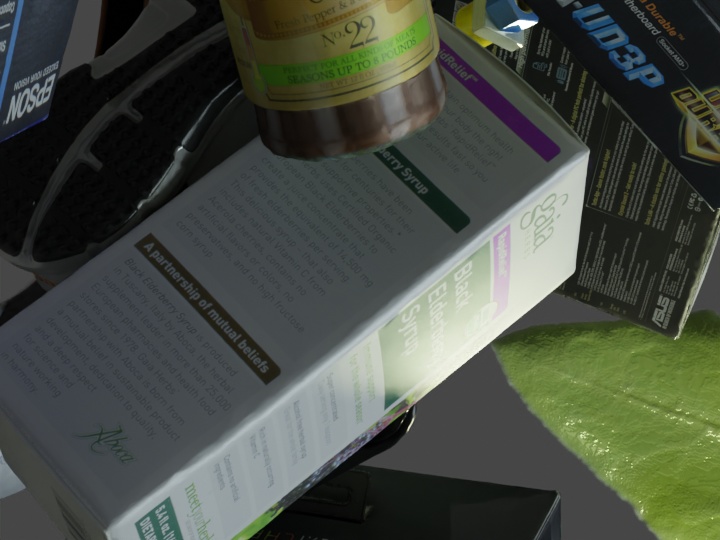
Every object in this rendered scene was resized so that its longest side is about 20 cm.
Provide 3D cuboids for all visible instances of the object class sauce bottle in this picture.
[{"bbox_3d":[-0.025,-0.131,0.610,0.065,0.065,0.200,-58,138,-54],"label":"sauce bottle"}]

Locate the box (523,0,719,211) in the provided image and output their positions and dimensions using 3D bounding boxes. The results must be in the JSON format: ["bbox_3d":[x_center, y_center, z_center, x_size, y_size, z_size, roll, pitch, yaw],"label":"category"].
[{"bbox_3d":[0.089,-0.138,0.713,0.046,0.159,0.200,-32,-153,28],"label":"box"}]

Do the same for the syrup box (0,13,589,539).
[{"bbox_3d":[-0.022,0.013,0.686,0.200,0.081,0.079,-37,156,-17],"label":"syrup box"}]

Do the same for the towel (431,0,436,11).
[{"bbox_3d":[-0.005,-0.093,1.077,0.200,0.085,0.166,-56,164,-54],"label":"towel"}]

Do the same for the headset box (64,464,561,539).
[{"bbox_3d":[-0.015,0.170,0.819,0.093,0.174,0.200,-48,139,-59],"label":"headset box"}]

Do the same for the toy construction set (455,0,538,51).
[{"bbox_3d":[0.030,-0.185,0.799,0.092,0.131,0.200,-42,-127,40],"label":"toy construction set"}]

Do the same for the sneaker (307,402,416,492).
[{"bbox_3d":[0.000,0.000,0.781,0.076,0.115,0.201,35,84,-47],"label":"sneaker"}]

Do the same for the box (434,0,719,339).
[{"bbox_3d":[0.108,-0.064,1.036,0.200,0.160,0.044,96,18,-53],"label":"box"}]

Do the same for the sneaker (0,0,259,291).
[{"bbox_3d":[-0.044,-0.065,0.718,0.200,0.074,0.080,-42,155,-10],"label":"sneaker"}]

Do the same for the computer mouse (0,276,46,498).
[{"bbox_3d":[-0.114,0.039,0.789,0.200,0.044,0.110,-52,164,-66],"label":"computer mouse"}]

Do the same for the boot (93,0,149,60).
[{"bbox_3d":[-0.050,-0.084,0.820,0.189,0.068,0.200,-68,172,23],"label":"boot"}]

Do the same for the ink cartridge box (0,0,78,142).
[{"bbox_3d":[-0.098,-0.090,0.544,0.099,0.039,0.200,-51,162,-70],"label":"ink cartridge box"}]
